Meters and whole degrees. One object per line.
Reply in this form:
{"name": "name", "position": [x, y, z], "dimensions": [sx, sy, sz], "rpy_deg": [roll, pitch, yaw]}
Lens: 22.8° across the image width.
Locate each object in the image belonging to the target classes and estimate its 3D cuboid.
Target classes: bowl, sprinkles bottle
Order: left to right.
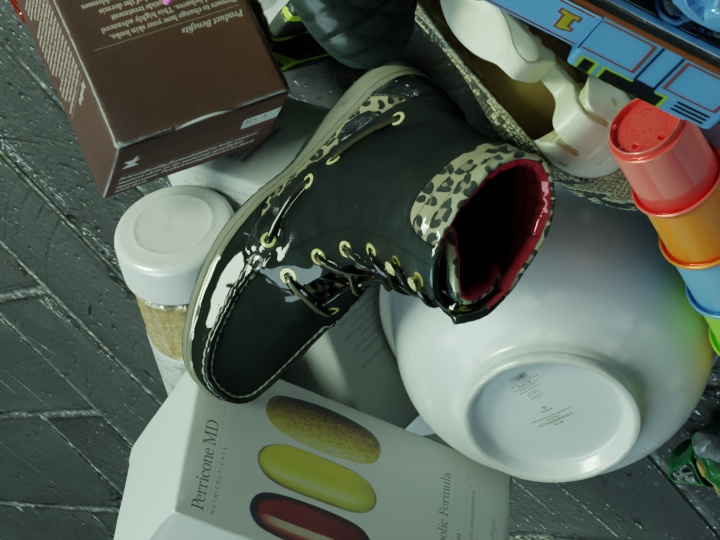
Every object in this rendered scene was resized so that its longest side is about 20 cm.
{"name": "sprinkles bottle", "position": [-0.086, 0.045, 1.026], "dimensions": [0.068, 0.068, 0.201], "rpy_deg": [23, 144, 30]}
{"name": "bowl", "position": [0.104, 0.050, 0.967], "dimensions": [0.199, 0.091, 0.202], "rpy_deg": [3, 132, 4]}

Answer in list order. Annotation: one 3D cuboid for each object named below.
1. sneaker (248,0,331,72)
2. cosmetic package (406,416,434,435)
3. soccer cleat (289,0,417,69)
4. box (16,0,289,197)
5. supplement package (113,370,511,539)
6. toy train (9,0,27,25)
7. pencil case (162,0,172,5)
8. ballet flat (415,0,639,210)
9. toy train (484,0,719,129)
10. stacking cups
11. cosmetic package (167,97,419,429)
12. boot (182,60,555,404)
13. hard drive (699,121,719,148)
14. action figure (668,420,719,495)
{"name": "sneaker", "position": [-0.046, -0.155, 0.983], "dimensions": [0.077, 0.075, 0.200], "rpy_deg": [69, 156, 4]}
{"name": "cosmetic package", "position": [0.048, 0.039, 1.147], "dimensions": [0.113, 0.081, 0.200], "rpy_deg": [46, 153, -14]}
{"name": "soccer cleat", "position": [-0.009, -0.183, 0.790], "dimensions": [0.081, 0.067, 0.202], "rpy_deg": [-147, 42, -64]}
{"name": "box", "position": [-0.125, -0.152, 0.944], "dimensions": [0.201, 0.099, 0.075], "rpy_deg": [65, 158, 14]}
{"name": "supplement package", "position": [-0.028, 0.149, 0.997], "dimensions": [0.198, 0.114, 0.110], "rpy_deg": [23, 135, -17]}
{"name": "toy train", "position": [-0.130, -0.110, 1.098], "dimensions": [0.116, 0.084, 0.201], "rpy_deg": [44, 163, 40]}
{"name": "pencil case", "position": [-0.117, -0.226, 0.868], "dimensions": [0.201, 0.088, 0.088], "rpy_deg": [54, 157, 8]}
{"name": "ballet flat", "position": [0.082, -0.097, 0.870], "dimensions": [0.200, 0.068, 0.075], "rpy_deg": [44, -169, -7]}
{"name": "toy train", "position": [0.089, -0.136, 0.692], "dimensions": [0.198, 0.087, 0.114], "rpy_deg": [25, 157, -6]}
{"name": "stacking cups", "position": [0.178, -0.012, 0.886], "dimensions": [0.060, 0.061, 0.200], "rpy_deg": [12, 149, 44]}
{"name": "cosmetic package", "position": [-0.030, 0.002, 1.041], "dimensions": [0.101, 0.074, 0.201], "rpy_deg": [20, 143, 44]}
{"name": "boot", "position": [-0.001, -0.001, 0.889], "dimensions": [0.073, 0.204, 0.154], "rpy_deg": [36, -179, -32]}
{"name": "hard drive", "position": [0.192, -0.108, 0.765], "dimensions": [0.131, 0.027, 0.201], "rpy_deg": [32, 154, 15]}
{"name": "action figure", "position": [0.255, 0.125, 1.047], "dimensions": [0.118, 0.055, 0.199], "rpy_deg": [49, 158, -27]}
